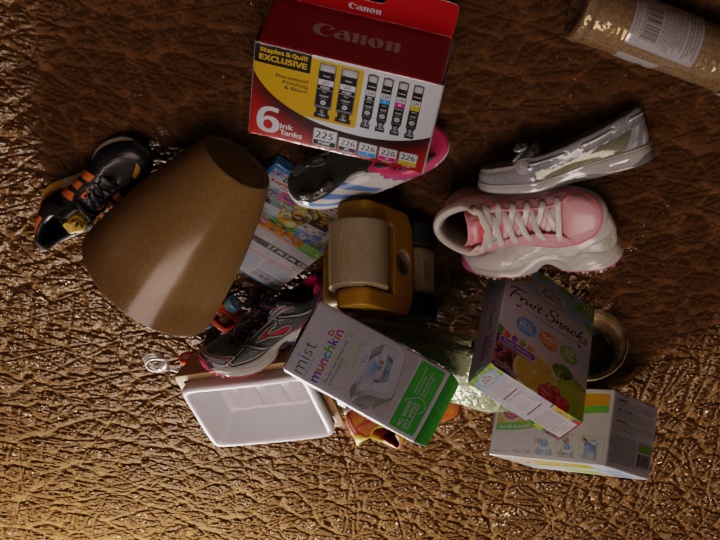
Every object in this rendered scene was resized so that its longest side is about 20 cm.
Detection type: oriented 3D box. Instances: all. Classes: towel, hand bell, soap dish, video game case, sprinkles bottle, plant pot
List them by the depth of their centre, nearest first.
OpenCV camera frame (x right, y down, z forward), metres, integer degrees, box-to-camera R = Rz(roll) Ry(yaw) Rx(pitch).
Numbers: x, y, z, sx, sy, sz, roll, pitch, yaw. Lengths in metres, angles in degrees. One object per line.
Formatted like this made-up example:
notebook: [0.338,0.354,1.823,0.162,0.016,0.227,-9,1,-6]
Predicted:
sprinkles bottle: [0.307,-0.233,1.216,0.199,0.069,0.068,17,139,-11]
plant pot: [-0.202,-0.058,1.439,0.186,0.187,0.200,29,116,-24]
video game case: [-0.106,-0.055,1.532,0.143,0.018,0.200,31,135,-25]
towel: [0.094,0.124,1.572,0.199,0.037,0.149,12,146,36]
hand bell: [0.322,0.141,1.667,0.103,0.105,0.200,-4,152,13]
soap dish: [-0.135,0.167,1.672,0.199,0.082,0.158,-8,136,14]

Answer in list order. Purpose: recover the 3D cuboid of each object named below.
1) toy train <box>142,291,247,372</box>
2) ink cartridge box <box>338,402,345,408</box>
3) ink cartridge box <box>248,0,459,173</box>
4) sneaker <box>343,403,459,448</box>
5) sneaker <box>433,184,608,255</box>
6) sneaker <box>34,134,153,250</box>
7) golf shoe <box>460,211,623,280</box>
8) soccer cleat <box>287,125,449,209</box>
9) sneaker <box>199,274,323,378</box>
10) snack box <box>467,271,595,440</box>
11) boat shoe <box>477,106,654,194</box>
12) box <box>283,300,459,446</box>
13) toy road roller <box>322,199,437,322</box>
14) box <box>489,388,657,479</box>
toy train: [-0.208,0.094,1.702,0.150,0.056,0.200,35,130,-27]
ink cartridge box: [0.005,0.120,1.700,0.109,0.051,0.200,28,135,-23]
ink cartridge box: [-0.010,-0.211,1.267,0.199,0.084,0.176,13,140,2]
sneaker: [0.062,0.221,1.754,0.199,0.078,0.073,-4,154,-34]
sneaker: [0.177,-0.053,1.387,0.199,0.105,0.076,5,111,27]
sneaker: [-0.326,-0.086,1.471,0.199,0.090,0.070,-27,130,35]
golf shoe: [0.216,-0.042,1.470,0.199,0.075,0.092,-6,117,18]
soccer cleat: [0.011,-0.122,1.407,0.199,0.070,0.086,-16,167,13]
sneaker: [-0.126,0.071,1.599,0.199,0.081,0.075,-29,132,-19]
snack box: [0.215,0.091,1.495,0.142,0.201,0.053,34,131,-14]
boat shoe: [0.226,-0.131,1.358,0.201,0.074,0.065,-11,101,25]
box: [0.017,0.130,1.448,0.176,0.097,0.200,28,175,12]
toy road roller: [0.000,0.000,1.465,0.145,0.124,0.200,-8,165,31]
box: [0.291,0.222,1.669,0.112,0.102,0.199,22,163,-41]
